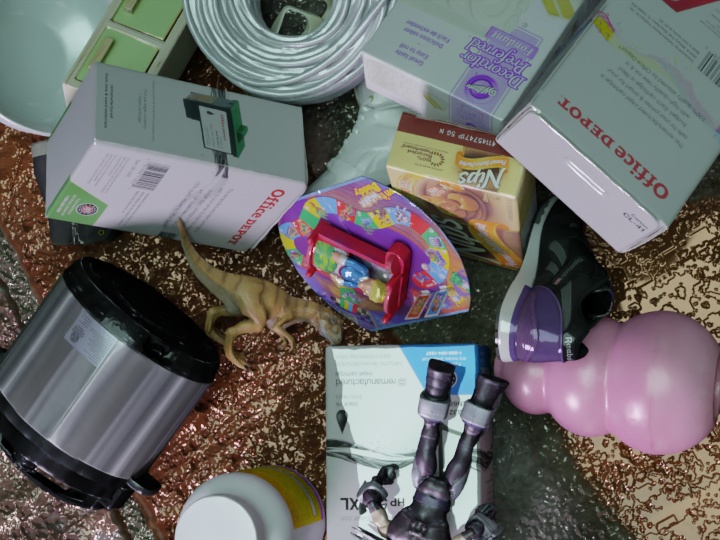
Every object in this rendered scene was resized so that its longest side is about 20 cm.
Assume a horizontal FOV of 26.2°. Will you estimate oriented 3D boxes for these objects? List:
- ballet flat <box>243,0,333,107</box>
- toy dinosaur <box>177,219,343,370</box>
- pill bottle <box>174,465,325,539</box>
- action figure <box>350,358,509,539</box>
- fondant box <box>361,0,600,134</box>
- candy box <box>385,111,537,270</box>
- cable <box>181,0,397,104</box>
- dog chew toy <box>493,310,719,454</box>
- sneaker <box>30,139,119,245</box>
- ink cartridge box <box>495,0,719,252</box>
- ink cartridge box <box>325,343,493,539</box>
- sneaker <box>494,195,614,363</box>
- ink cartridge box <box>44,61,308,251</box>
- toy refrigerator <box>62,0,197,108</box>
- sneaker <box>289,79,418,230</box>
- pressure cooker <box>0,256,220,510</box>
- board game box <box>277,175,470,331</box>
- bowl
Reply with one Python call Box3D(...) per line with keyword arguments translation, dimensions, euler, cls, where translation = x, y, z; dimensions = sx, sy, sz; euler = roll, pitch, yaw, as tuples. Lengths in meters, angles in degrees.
Box3D(translation=(-0.038, -0.229, 1.457), dimensions=(0.075, 0.068, 0.200), euler=(41, 97, -12), cls="ballet flat")
Box3D(translation=(-0.111, 0.026, 1.448), dimensions=(0.198, 0.061, 0.107), euler=(25, 107, -22), cls="toy dinosaur")
Box3D(translation=(-0.100, 0.229, 1.372), dimensions=(0.103, 0.200, 0.106), euler=(-1, 85, 11), cls="pill bottle")
Box3D(translation=(0.067, 0.183, 1.326), dimensions=(0.129, 0.069, 0.202), euler=(18, 93, 3), cls="action figure")
Box3D(translation=(0.113, -0.219, 1.355), dimensions=(0.143, 0.058, 0.201), euler=(27, 69, 18), cls="fondant box")
Box3D(translation=(0.093, -0.065, 1.352), dimensions=(0.114, 0.200, 0.056), euler=(15, 76, 12), cls="candy box")
Box3D(translation=(-0.059, -0.252, 1.398), dimensions=(0.199, 0.069, 0.202), euler=(29, 91, 9), cls="cable")
Box3D(translation=(0.216, 0.094, 1.363), dimensions=(0.198, 0.124, 0.126), euler=(5, 87, 20), cls="dog chew toy")
Box3D(translation=(-0.215, -0.086, 1.494), dimensions=(0.197, 0.075, 0.108), euler=(-9, 95, 13), cls="sneaker")
Box3D(translation=(0.225, -0.140, 1.244), dimensions=(0.147, 0.086, 0.200), euler=(41, 69, -2), cls="ink cartridge box")
Box3D(translation=(0.045, 0.169, 1.406), dimensions=(0.144, 0.084, 0.203), euler=(-2, 85, 11), cls="ink cartridge box")
Box3D(translation=(0.184, 0.012, 1.350), dimensions=(0.086, 0.076, 0.201), euler=(6, 43, 20), cls="sneaker")
Box3D(translation=(-0.164, -0.096, 1.371), dimensions=(0.198, 0.146, 0.085), euler=(10, 62, -26), cls="ink cartridge box")
Box3D(translation=(-0.198, -0.222, 1.448), dimensions=(0.075, 0.070, 0.201), euler=(22, 64, 7), cls="toy refrigerator")
Box3D(translation=(0.004, -0.123, 1.447), dimensions=(0.198, 0.074, 0.117), euler=(-28, 79, -1), cls="sneaker")
Box3D(translation=(-0.249, 0.110, 1.420), dimensions=(0.201, 0.178, 0.176), euler=(-54, 37, 6), cls="pressure cooker")
Box3D(translation=(0.000, 0.000, 1.377), dimensions=(0.199, 0.039, 0.159), euler=(-14, 121, 47), cls="board game box")
Box3D(translation=(-0.312, -0.214, 1.485), dimensions=(0.199, 0.090, 0.204), euler=(8, 75, -31), cls="bowl")
